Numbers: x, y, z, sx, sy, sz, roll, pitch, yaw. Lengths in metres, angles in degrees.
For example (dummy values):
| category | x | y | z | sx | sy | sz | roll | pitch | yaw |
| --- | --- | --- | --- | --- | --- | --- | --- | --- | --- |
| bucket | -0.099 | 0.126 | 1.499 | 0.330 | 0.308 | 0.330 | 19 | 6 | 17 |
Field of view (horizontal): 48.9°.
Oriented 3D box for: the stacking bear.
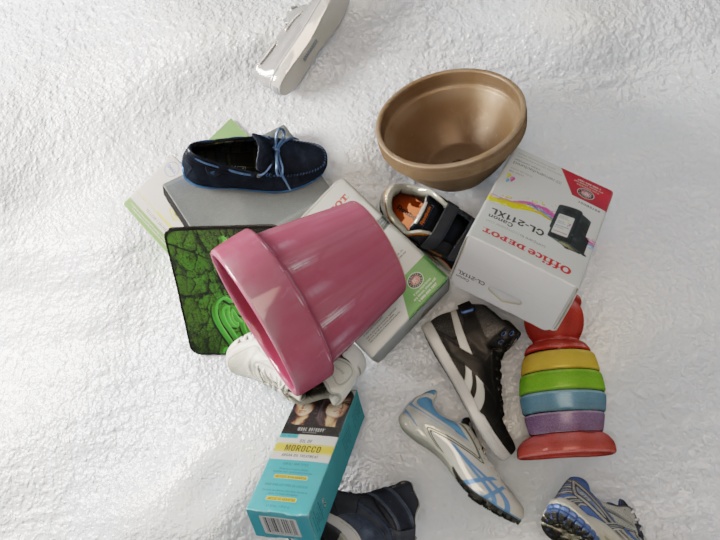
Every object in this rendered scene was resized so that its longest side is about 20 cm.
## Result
| category | x | y | z | sx | sy | sz | roll | pitch | yaw |
| --- | --- | --- | --- | --- | --- | --- | --- | --- | --- |
| stacking bear | 0.248 | 0.128 | 0.988 | 0.120 | 0.114 | 0.203 | -4 | 73 | 7 |

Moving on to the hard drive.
| category | x | y | z | sx | sy | sz | roll | pitch | yaw |
| --- | --- | --- | --- | --- | --- | --- | --- | --- | --- |
| hard drive | -0.151 | -0.103 | 1.094 | 0.199 | 0.033 | 0.140 | -31 | 74 | -21 |

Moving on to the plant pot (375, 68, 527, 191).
| category | x | y | z | sx | sy | sz | roll | pitch | yaw |
| --- | --- | --- | --- | --- | --- | --- | --- | --- | --- |
| plant pot | 0.125 | -0.172 | 1.055 | 0.198 | 0.093 | 0.202 | -10 | 47 | 10 |

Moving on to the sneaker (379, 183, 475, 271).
| category | x | y | z | sx | sy | sz | roll | pitch | yaw |
| --- | --- | --- | --- | --- | --- | --- | --- | --- | --- |
| sneaker | 0.111 | -0.052 | 1.058 | 0.198 | 0.079 | 0.079 | 26 | 82 | 11 |

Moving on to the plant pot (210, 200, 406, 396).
| category | x | y | z | sx | sy | sz | roll | pitch | yaw |
| --- | --- | --- | --- | --- | --- | --- | --- | --- | --- |
| plant pot | -0.052 | 0.017 | 0.932 | 0.178 | 0.200 | 0.201 | -31 | 75 | -14 |

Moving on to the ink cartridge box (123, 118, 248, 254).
| category | x | y | z | sx | sy | sz | roll | pitch | yaw |
| --- | --- | --- | --- | --- | --- | --- | --- | --- | --- |
| ink cartridge box | -0.218 | -0.111 | 1.132 | 0.200 | 0.048 | 0.146 | -45 | 76 | -1 |

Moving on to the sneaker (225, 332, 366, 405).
| category | x | y | z | sx | sy | sz | roll | pitch | yaw |
| --- | --- | --- | --- | --- | --- | --- | --- | --- | --- |
| sneaker | -0.095 | 0.129 | 1.025 | 0.198 | 0.076 | 0.082 | 1 | 45 | 24 |

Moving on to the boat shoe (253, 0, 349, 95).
| category | x | y | z | sx | sy | sz | roll | pitch | yaw |
| --- | --- | --- | --- | --- | --- | --- | --- | --- | --- |
| boat shoe | -0.085 | -0.353 | 1.159 | 0.068 | 0.072 | 0.201 | 33 | 93 | 13 |

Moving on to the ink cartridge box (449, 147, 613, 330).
| category | x | y | z | sx | sy | sz | roll | pitch | yaw |
| --- | --- | --- | --- | --- | --- | --- | --- | --- | --- |
| ink cartridge box | 0.216 | -0.044 | 0.985 | 0.144 | 0.083 | 0.201 | 26 | 47 | 8 |

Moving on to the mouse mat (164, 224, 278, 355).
| category | x | y | z | sx | sy | sz | roll | pitch | yaw |
| --- | --- | --- | --- | --- | --- | --- | --- | --- | --- |
| mouse mat | -0.166 | 0.030 | 1.045 | 0.159 | 0.008 | 0.202 | -2 | 121 | 7 |

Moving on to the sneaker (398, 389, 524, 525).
| category | x | y | z | sx | sy | sz | roll | pitch | yaw |
| --- | --- | --- | --- | --- | --- | --- | --- | --- | --- |
| sneaker | 0.136 | 0.234 | 0.997 | 0.072 | 0.072 | 0.200 | -43 | 79 | -10 |

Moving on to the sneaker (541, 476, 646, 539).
| category | x | y | z | sx | sy | sz | roll | pitch | yaw |
| --- | --- | --- | --- | --- | --- | --- | --- | --- | --- |
| sneaker | 0.315 | 0.321 | 0.948 | 0.199 | 0.077 | 0.085 | 40 | 52 | -3 |

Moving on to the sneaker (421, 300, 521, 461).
| category | x | y | z | sx | sy | sz | roll | pitch | yaw |
| --- | --- | --- | --- | --- | --- | --- | --- | --- | --- |
| sneaker | 0.171 | 0.129 | 1.011 | 0.111 | 0.073 | 0.201 | -30 | 74 | 2 |

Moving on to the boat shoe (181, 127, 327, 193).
| category | x | y | z | sx | sy | sz | roll | pitch | yaw |
| --- | --- | --- | --- | --- | --- | --- | --- | --- | --- |
| boat shoe | -0.137 | -0.143 | 1.057 | 0.198 | 0.069 | 0.085 | -11 | 68 | -17 |

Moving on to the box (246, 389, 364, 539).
| category | x | y | z | sx | sy | sz | roll | pitch | yaw |
| --- | --- | --- | --- | --- | --- | --- | --- | --- | --- |
| box | -0.062 | 0.230 | 0.967 | 0.081 | 0.050 | 0.201 | -1 | 36 | 19 |

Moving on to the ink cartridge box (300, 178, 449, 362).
| category | x | y | z | sx | sy | sz | roll | pitch | yaw |
| --- | --- | --- | --- | --- | --- | --- | --- | --- | --- |
| ink cartridge box | 0.000 | 0.000 | 1.057 | 0.147 | 0.083 | 0.200 | -44 | 77 | -2 |

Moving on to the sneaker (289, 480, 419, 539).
| category | x | y | z | sx | sy | sz | roll | pitch | yaw |
| --- | --- | --- | --- | --- | --- | --- | --- | --- | --- |
| sneaker | -0.015 | 0.300 | 1.002 | 0.201 | 0.145 | 0.078 | 22 | 116 | 49 |
